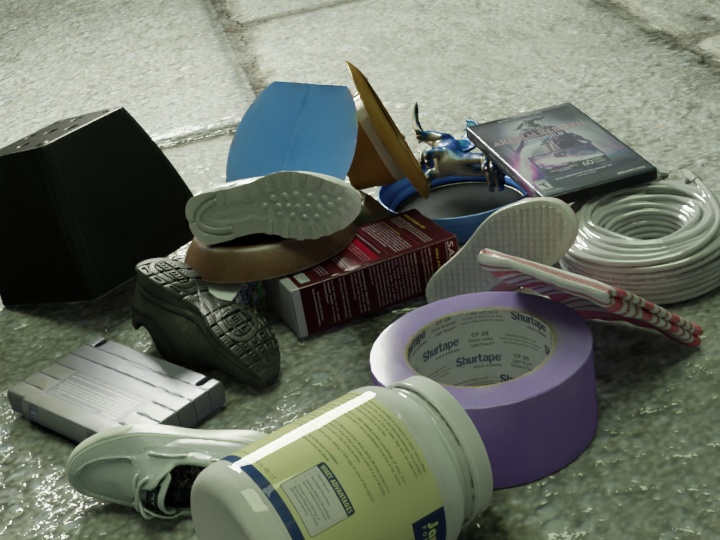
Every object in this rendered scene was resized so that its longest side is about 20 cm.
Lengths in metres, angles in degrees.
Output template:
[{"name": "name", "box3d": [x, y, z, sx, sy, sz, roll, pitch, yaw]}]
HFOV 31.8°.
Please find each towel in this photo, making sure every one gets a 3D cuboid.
[{"name": "towel", "box3d": [0.217, 0.029, 1.184, 0.146, 0.030, 0.199, 17, -2, 42]}]

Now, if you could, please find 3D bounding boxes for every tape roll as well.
[{"name": "tape roll", "box3d": [0.111, 0.103, 1.136, 0.198, 0.086, 0.200, -7, 26, 3]}]

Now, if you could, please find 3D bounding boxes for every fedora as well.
[{"name": "fedora", "box3d": [0.007, -0.150, 1.491, 0.082, 0.201, 0.201, -32, 26, 7]}]

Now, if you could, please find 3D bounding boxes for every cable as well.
[{"name": "cable", "box3d": [0.305, -0.032, 1.355, 0.199, 0.070, 0.200, -15, 28, -8]}]

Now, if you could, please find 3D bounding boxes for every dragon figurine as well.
[{"name": "dragon figurine", "box3d": [0.121, -0.150, 1.567, 0.099, 0.059, 0.200, -9, 31, -4]}]

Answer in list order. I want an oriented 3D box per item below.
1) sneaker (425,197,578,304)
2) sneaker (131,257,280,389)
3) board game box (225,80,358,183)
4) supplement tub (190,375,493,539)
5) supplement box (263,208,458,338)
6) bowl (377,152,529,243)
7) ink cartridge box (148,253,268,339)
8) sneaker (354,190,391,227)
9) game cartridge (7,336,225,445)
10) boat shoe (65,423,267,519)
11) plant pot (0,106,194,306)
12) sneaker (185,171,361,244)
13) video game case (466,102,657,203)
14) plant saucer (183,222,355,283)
[{"name": "sneaker", "box3d": [0.160, -0.024, 1.306, 0.200, 0.076, 0.104, -39, -7, 41]}, {"name": "sneaker", "box3d": [-0.162, 0.069, 1.312, 0.200, 0.091, 0.076, 37, 31, 28]}, {"name": "board game box", "box3d": [-0.069, -0.134, 1.448, 0.199, 0.159, 0.039, 11, -9, 41]}, {"name": "supplement tub", "box3d": [-0.013, 0.176, 0.964, 0.199, 0.146, 0.145, -25, 30, -28]}, {"name": "supplement box", "box3d": [0.000, 0.000, 1.399, 0.199, 0.061, 0.109, -19, 26, -16]}, {"name": "bowl", "box3d": [0.121, -0.090, 1.562, 0.199, 0.040, 0.201, -7, 27, 4]}, {"name": "ink cartridge box", "box3d": [-0.156, 0.010, 1.446, 0.108, 0.051, 0.200, 0, 27, 20]}, {"name": "sneaker", "box3d": [-0.052, -0.063, 1.552, 0.090, 0.067, 0.200, -40, 42, -21]}, {"name": "game cartridge", "box3d": [-0.247, 0.129, 1.263, 0.199, 0.039, 0.129, 15, 39, 40]}, {"name": "boat shoe", "box3d": [-0.165, 0.178, 1.094, 0.199, 0.071, 0.072, -3, 24, 7]}, {"name": "plant pot", "box3d": [-0.335, -0.084, 1.505, 0.199, 0.178, 0.199, -5, 22, 43]}, {"name": "sneaker", "box3d": [-0.089, -0.076, 1.368, 0.199, 0.077, 0.080, -1, 15, 21]}, {"name": "video game case", "box3d": [0.227, -0.136, 1.456, 0.142, 0.019, 0.200, -15, 34, -15]}, {"name": "plant saucer", "box3d": [-0.105, -0.042, 1.427, 0.199, 0.035, 0.200, -10, 21, 4]}]
